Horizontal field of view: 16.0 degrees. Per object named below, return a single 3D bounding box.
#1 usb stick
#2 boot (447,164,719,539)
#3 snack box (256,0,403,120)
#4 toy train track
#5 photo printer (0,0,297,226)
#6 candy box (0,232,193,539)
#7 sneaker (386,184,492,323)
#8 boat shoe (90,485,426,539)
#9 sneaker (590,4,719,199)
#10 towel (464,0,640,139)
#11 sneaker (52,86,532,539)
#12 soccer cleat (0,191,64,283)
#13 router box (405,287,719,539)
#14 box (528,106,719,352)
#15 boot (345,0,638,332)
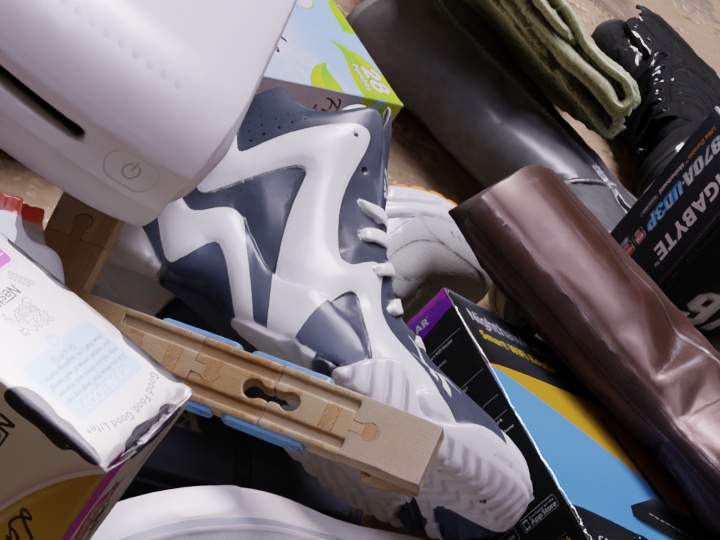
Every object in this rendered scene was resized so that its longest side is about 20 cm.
[{"bbox_3d":[-0.088,0.059,0.924,0.200,0.033,0.056,18,41,-30],"label":"usb stick"},{"bbox_3d":[0.129,0.032,1.050,0.200,0.064,0.186,45,13,15],"label":"boot"},{"bbox_3d":[-0.102,-0.120,1.134,0.200,0.068,0.169,8,39,-44],"label":"snack box"},{"bbox_3d":[-0.068,0.034,0.866,0.200,0.033,0.115,20,66,12],"label":"toy train track"},{"bbox_3d":[-0.102,-0.109,0.881,0.166,0.069,0.200,41,26,-11],"label":"photo printer"},{"bbox_3d":[-0.169,0.030,0.772,0.200,0.136,0.061,38,31,4],"label":"candy box"},{"bbox_3d":[-0.021,0.020,1.028,0.200,0.076,0.092,-1,53,-38],"label":"sneaker"},{"bbox_3d":[-0.024,0.127,0.867,0.200,0.072,0.069,22,28,-44],"label":"boat shoe"},{"bbox_3d":[0.156,-0.091,1.387,0.104,0.060,0.200,42,24,7],"label":"sneaker"},{"bbox_3d":[0.079,-0.137,1.291,0.148,0.036,0.200,50,2,-10],"label":"towel"},{"bbox_3d":[0.000,0.000,0.935,0.199,0.080,0.130,31,59,16],"label":"sneaker"},{"bbox_3d":[-0.195,-0.003,0.837,0.200,0.078,0.069,13,-4,13],"label":"soccer cleat"},{"bbox_3d":[0.103,0.102,1.003,0.200,0.051,0.149,28,25,-48],"label":"router box"},{"bbox_3d":[0.190,0.015,1.162,0.200,0.159,0.046,12,38,-38],"label":"box"},{"bbox_3d":[0.062,-0.060,1.223,0.200,0.073,0.182,55,20,18],"label":"boot"}]
